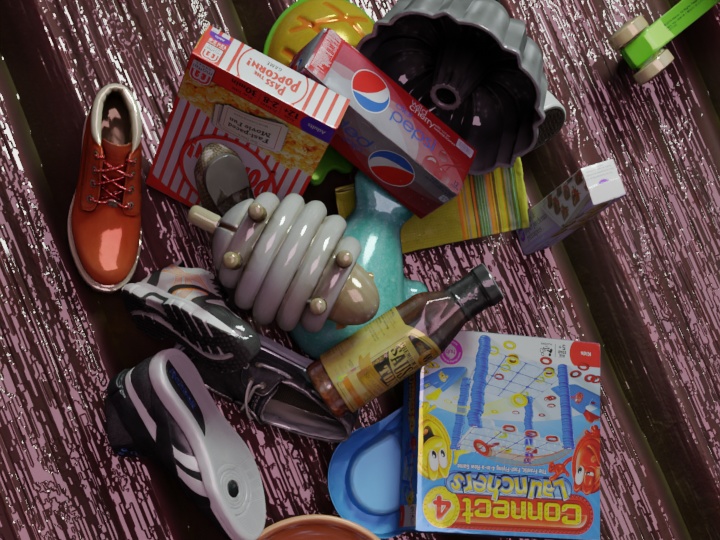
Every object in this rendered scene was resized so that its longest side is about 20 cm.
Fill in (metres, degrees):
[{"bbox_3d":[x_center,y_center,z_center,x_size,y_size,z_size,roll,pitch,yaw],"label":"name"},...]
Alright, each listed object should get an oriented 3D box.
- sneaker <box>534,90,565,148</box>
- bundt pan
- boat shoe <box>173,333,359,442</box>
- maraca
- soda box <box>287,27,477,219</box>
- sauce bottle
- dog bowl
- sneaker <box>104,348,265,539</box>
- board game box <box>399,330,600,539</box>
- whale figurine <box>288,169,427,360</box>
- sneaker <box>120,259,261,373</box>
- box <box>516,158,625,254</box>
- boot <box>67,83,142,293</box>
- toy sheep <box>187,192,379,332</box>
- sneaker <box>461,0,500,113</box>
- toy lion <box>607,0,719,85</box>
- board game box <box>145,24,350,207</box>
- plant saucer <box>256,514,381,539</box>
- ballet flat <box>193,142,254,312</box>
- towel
[{"bbox_3d":[0.120,-0.143,1.405,0.198,0.073,0.085,-28,52,-9],"label":"sneaker"},{"bbox_3d":[0.095,-0.194,1.275,0.200,0.202,0.076,33,53,-6],"label":"bundt pan"},{"bbox_3d":[-0.092,0.113,1.274,0.197,0.071,0.073,16,121,-6],"label":"boat shoe"},{"bbox_3d":[-0.042,-0.190,1.339,0.135,0.107,0.203,18,76,-10],"label":"maraca"},{"bbox_3d":[0.015,-0.142,1.264,0.199,0.070,0.064,38,55,-17],"label":"soda box"},{"bbox_3d":[0.044,0.064,1.234,0.199,0.066,0.066,-34,89,3],"label":"sauce bottle"},{"bbox_3d":[0.053,0.192,1.324,0.198,0.050,0.113,-29,88,-17],"label":"dog bowl"},{"bbox_3d":[-0.175,0.180,1.249,0.073,0.111,0.202,-34,100,-57],"label":"sneaker"},{"bbox_3d":[0.141,0.166,1.296,0.197,0.056,0.199,5,77,-14],"label":"board game box"},{"bbox_3d":[0.000,0.000,1.301,0.157,0.104,0.202,23,91,-9],"label":"whale figurine"},{"bbox_3d":[-0.152,0.034,1.236,0.080,0.199,0.074,-36,126,-26],"label":"sneaker"},{"bbox_3d":[0.212,-0.062,1.331,0.041,0.200,0.039,-16,81,-17],"label":"box"},{"bbox_3d":[-0.247,-0.082,1.269,0.074,0.107,0.204,2,81,-15],"label":"boot"},{"bbox_3d":[-0.070,-0.011,1.197,0.198,0.138,0.139,32,74,1],"label":"toy sheep"},{"bbox_3d":[0.109,-0.276,1.366,0.079,0.116,0.202,-12,64,-8],"label":"sneaker"},{"bbox_3d":[0.381,-0.302,1.447,0.199,0.192,0.069,-39,90,23],"label":"toy lion"},{"bbox_3d":[-0.114,-0.124,1.257,0.150,0.201,0.047,27,50,-4],"label":"board game box"},{"bbox_3d":[-0.046,0.338,1.262,0.197,0.037,0.204,0,89,-6],"label":"plant saucer"},{"bbox_3d":[-0.127,-0.043,1.273,0.067,0.202,0.046,-29,45,-18],"label":"ballet flat"},{"bbox_3d":[0.076,-0.066,1.352,0.197,0.018,0.087,-12,104,0],"label":"towel"}]
